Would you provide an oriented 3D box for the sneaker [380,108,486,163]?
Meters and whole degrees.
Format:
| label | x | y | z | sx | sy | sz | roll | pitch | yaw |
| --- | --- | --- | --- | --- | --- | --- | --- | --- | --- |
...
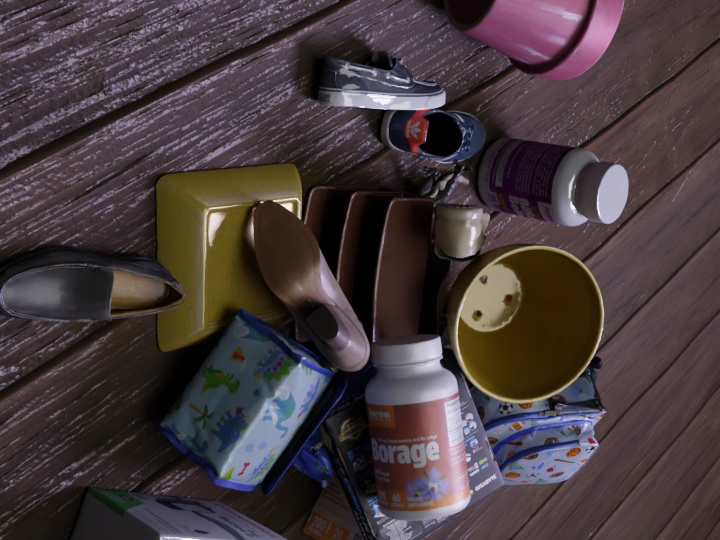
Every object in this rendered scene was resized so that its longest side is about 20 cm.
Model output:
| label | x | y | z | sx | sy | sz | roll | pitch | yaw |
| --- | --- | --- | --- | --- | --- | --- | --- | --- | --- |
| sneaker | 0.120 | -0.177 | 1.296 | 0.199 | 0.084 | 0.076 | -6 | 106 | -45 |

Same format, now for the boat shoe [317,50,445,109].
| label | x | y | z | sx | sy | sz | roll | pitch | yaw |
| --- | --- | --- | --- | --- | --- | --- | --- | --- | --- |
| boat shoe | 0.032 | -0.237 | 1.203 | 0.199 | 0.072 | 0.068 | -6 | 108 | -38 |

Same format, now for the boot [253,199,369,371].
| label | x | y | z | sx | sy | sz | roll | pitch | yaw |
| --- | --- | --- | --- | --- | --- | --- | --- | --- | --- |
| boot | -0.053 | 0.026 | 1.107 | 0.070 | 0.201 | 0.146 | -27 | 164 | 4 |

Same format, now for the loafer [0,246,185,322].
| label | x | y | z | sx | sy | sz | roll | pitch | yaw |
| --- | --- | --- | --- | --- | --- | --- | --- | --- | --- |
| loafer | -0.267 | 0.017 | 0.961 | 0.199 | 0.072 | 0.073 | -8 | 109 | -44 |

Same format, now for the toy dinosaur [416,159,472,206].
| label | x | y | z | sx | sy | sz | roll | pitch | yaw |
| --- | --- | --- | --- | --- | --- | --- | --- | --- | --- |
| toy dinosaur | 0.104 | -0.109 | 1.315 | 0.200 | 0.047 | 0.088 | -40 | 163 | -41 |

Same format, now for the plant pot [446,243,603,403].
| label | x | y | z | sx | sy | sz | roll | pitch | yaw |
| --- | --- | --- | --- | --- | --- | --- | --- | --- | --- |
| plant pot | 0.190 | 0.052 | 1.249 | 0.198 | 0.142 | 0.202 | -4 | 104 | -14 |

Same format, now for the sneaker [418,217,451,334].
| label | x | y | z | sx | sy | sz | roll | pitch | yaw |
| --- | --- | --- | --- | --- | --- | --- | --- | --- | --- |
| sneaker | 0.071 | 0.024 | 1.334 | 0.072 | 0.085 | 0.201 | 20 | 66 | -19 |

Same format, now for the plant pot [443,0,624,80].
| label | x | y | z | sx | sy | sz | roll | pitch | yaw |
| --- | --- | --- | --- | --- | --- | --- | --- | --- | --- |
| plant pot | 0.217 | -0.365 | 1.280 | 0.178 | 0.200 | 0.202 | 3 | 100 | -30 |

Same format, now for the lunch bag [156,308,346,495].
| label | x | y | z | sx | sy | sz | roll | pitch | yaw |
| --- | --- | --- | --- | --- | --- | --- | --- | --- | --- |
| lunch bag | -0.110 | 0.162 | 1.122 | 0.171 | 0.127 | 0.200 | -53 | 157 | -3 |

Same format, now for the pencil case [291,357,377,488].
| label | x | y | z | sx | sy | sz | roll | pitch | yaw |
| --- | --- | --- | --- | --- | --- | --- | --- | --- | --- |
| pencil case | -0.018 | 0.183 | 1.264 | 0.200 | 0.078 | 0.087 | -50 | 175 | -25 |

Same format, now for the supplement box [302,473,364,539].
| label | x | y | z | sx | sy | sz | roll | pitch | yaw |
| --- | --- | --- | --- | --- | --- | --- | --- | --- | --- |
| supplement box | 0.025 | 0.293 | 1.311 | 0.073 | 0.126 | 0.201 | 39 | 73 | -43 |

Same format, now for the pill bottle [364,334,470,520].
| label | x | y | z | sx | sy | sz | roll | pitch | yaw |
| --- | --- | --- | --- | --- | --- | --- | --- | --- | --- |
| pill bottle | 0.064 | 0.181 | 1.139 | 0.112 | 0.112 | 0.202 | -9 | 93 | -44 |

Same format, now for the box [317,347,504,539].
| label | x | y | z | sx | sy | sz | roll | pitch | yaw |
| --- | --- | --- | --- | --- | --- | --- | --- | --- | --- |
| box | 0.065 | 0.229 | 1.225 | 0.199 | 0.050 | 0.200 | -27 | 99 | -24 |

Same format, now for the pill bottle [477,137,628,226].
| label | x | y | z | sx | sy | sz | roll | pitch | yaw |
| --- | --- | --- | --- | --- | --- | --- | --- | --- | --- |
| pill bottle | 0.276 | -0.125 | 1.391 | 0.112 | 0.199 | 0.113 | -16 | 113 | -42 |

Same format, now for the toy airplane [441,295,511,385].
| label | x | y | z | sx | sy | sz | roll | pitch | yaw |
| --- | --- | --- | --- | --- | --- | --- | --- | --- | --- |
| toy airplane | 0.178 | 0.106 | 1.426 | 0.199 | 0.141 | 0.200 | -35 | 160 | -18 |

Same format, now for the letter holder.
| label | x | y | z | sx | sy | sz | roll | pitch | yaw |
| --- | --- | --- | --- | --- | --- | --- | --- | --- | --- |
| letter holder | 0.000 | 0.000 | 1.216 | 0.141 | 0.100 | 0.202 | -4 | 104 | -44 |

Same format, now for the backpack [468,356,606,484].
| label | x | y | z | sx | sy | sz | roll | pitch | yaw |
| --- | --- | --- | --- | --- | --- | --- | --- | --- | --- |
| backpack | 0.228 | 0.214 | 1.348 | 0.189 | 0.155 | 0.201 | 3 | 141 | -9 |

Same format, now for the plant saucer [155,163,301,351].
| label | x | y | z | sx | sy | sz | roll | pitch | yaw |
| --- | --- | --- | --- | --- | --- | --- | --- | --- | --- |
| plant saucer | -0.136 | -0.014 | 1.107 | 0.199 | 0.048 | 0.202 | -12 | 111 | -44 |

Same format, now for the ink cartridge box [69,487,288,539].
| label | x | y | z | sx | sy | sz | roll | pitch | yaw |
| --- | --- | --- | --- | --- | --- | --- | --- | --- | --- |
| ink cartridge box | -0.197 | 0.310 | 1.070 | 0.199 | 0.145 | 0.085 | 22 | 85 | -48 |

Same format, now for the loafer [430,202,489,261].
| label | x | y | z | sx | sy | sz | roll | pitch | yaw |
| --- | --- | --- | --- | --- | --- | --- | --- | --- | --- |
| loafer | 0.122 | -0.046 | 1.221 | 0.200 | 0.075 | 0.069 | 4 | 94 | -79 |
